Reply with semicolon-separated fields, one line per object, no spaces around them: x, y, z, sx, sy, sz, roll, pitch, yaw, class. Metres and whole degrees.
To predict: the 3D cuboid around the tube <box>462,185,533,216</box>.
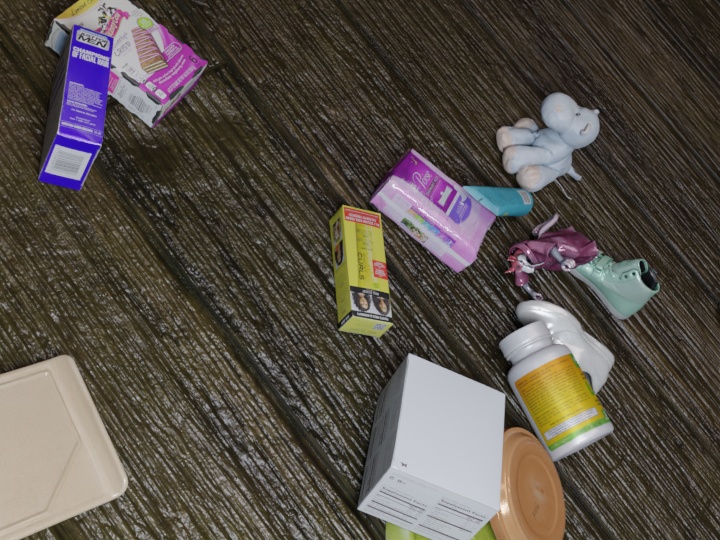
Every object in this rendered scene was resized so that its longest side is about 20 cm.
0.245;-0.120;1.641;0.077;0.051;0.200;38;19;22;tube

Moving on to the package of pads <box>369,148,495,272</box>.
0.124;-0.103;1.581;0.200;0.076;0.121;38;43;-6;package of pads

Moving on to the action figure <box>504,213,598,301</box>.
0.315;-0.036;1.623;0.199;0.134;0.149;-7;64;-40;action figure

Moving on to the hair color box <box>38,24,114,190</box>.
-0.390;-0.224;1.298;0.065;0.109;0.201;13;55;-27;hair color box

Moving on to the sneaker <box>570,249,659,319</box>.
0.453;-0.016;1.712;0.200;0.118;0.074;46;48;3;sneaker

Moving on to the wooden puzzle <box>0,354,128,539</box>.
-0.388;0.206;1.061;0.199;0.037;0.185;-19;72;-36;wooden puzzle

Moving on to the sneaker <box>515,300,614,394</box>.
0.336;0.130;1.573;0.200;0.075;0.089;36;59;-10;sneaker

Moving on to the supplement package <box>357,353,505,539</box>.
0.100;0.242;1.275;0.155;0.111;0.200;24;41;-9;supplement package

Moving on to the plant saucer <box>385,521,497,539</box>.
0.127;0.373;1.290;0.199;0.031;0.201;17;52;-24;plant saucer

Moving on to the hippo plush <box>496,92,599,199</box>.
0.369;-0.238;1.777;0.200;0.161;0.159;39;46;-5;hippo plush

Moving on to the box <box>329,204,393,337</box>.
0.000;0.000;1.445;0.075;0.050;0.201;13;54;-26;box

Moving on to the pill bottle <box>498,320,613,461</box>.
0.299;0.185;1.476;0.111;0.111;0.201;-12;68;-38;pill bottle

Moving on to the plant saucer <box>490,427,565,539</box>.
0.241;0.323;1.349;0.200;0.032;0.201;27;53;-44;plant saucer

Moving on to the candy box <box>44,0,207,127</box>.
-0.351;-0.328;1.427;0.200;0.061;0.137;37;47;-6;candy box
